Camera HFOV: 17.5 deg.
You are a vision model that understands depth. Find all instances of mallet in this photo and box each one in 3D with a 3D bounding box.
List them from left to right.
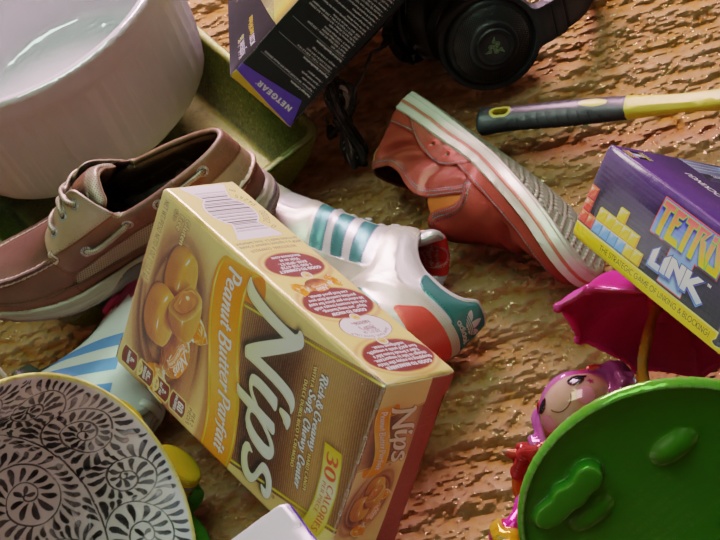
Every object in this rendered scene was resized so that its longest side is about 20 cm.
[{"bbox_3d":[0.167,-0.103,1.376,0.200,0.041,0.066,2,49,28],"label":"mallet"}]

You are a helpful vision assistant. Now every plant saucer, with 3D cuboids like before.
[{"bbox_3d":[-0.142,-0.057,1.503,0.200,0.048,0.200,-37,42,-10],"label":"plant saucer"}]

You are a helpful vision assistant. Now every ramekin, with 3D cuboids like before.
[{"bbox_3d":[-0.198,-0.140,1.507,0.200,0.098,0.201,-15,43,15],"label":"ramekin"}]

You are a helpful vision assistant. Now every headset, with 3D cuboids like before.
[{"bbox_3d":[0.060,-0.144,1.477,0.200,0.094,0.123,-30,33,-24],"label":"headset"}]

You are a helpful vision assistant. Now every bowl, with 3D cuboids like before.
[{"bbox_3d":[-0.189,0.158,1.222,0.094,0.201,0.201,-10,42,42],"label":"bowl"}]

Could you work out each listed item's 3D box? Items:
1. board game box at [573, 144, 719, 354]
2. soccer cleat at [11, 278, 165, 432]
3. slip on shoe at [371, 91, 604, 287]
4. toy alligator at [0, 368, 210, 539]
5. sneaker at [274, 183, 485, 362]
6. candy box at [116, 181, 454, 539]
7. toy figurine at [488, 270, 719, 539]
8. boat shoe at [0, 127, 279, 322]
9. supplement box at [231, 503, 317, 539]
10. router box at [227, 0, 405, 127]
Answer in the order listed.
[{"bbox_3d":[0.227,0.013,1.144,0.200,0.165,0.057,43,116,47],"label":"board game box"},{"bbox_3d":[-0.134,0.062,1.378,0.086,0.070,0.200,40,71,24],"label":"soccer cleat"},{"bbox_3d":[0.072,-0.037,1.356,0.061,0.074,0.200,-55,43,6],"label":"slip on shoe"},{"bbox_3d":[-0.149,0.094,1.306,0.059,0.200,0.054,-52,-7,20],"label":"toy alligator"},{"bbox_3d":[0.000,0.000,1.362,0.093,0.070,0.200,-25,39,-15],"label":"sneaker"},{"bbox_3d":[-0.045,0.051,1.263,0.055,0.116,0.200,-9,37,-41],"label":"candy box"},{"bbox_3d":[0.131,0.085,1.180,0.200,0.150,0.184,-43,22,22],"label":"toy figurine"},{"bbox_3d":[-0.148,-0.033,1.363,0.200,0.072,0.076,-22,36,13],"label":"boat shoe"},{"bbox_3d":[-0.012,0.217,1.043,0.103,0.200,0.101,-36,42,-9],"label":"supplement box"},{"bbox_3d":[-0.014,-0.188,1.469,0.157,0.052,0.200,-47,16,12],"label":"router box"}]
